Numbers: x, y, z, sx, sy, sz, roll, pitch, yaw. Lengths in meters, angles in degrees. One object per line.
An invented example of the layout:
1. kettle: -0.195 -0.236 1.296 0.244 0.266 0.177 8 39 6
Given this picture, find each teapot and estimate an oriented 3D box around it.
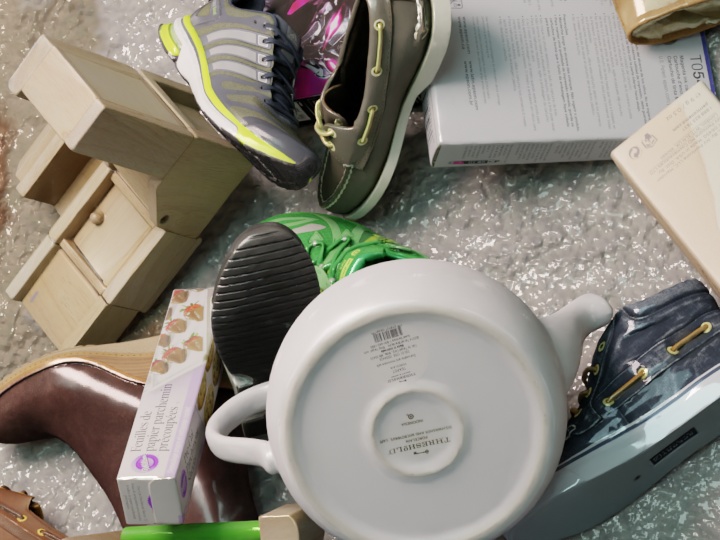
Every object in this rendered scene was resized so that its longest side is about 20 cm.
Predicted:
1. teapot: 0.031 0.075 1.325 0.199 0.146 0.198 27 106 -8

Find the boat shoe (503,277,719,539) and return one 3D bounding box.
1. boat shoe: 0.161 0.091 1.362 0.200 0.071 0.091 -33 58 2

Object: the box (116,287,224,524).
1. box: -0.118 0.084 1.387 0.038 0.042 0.200 -2 34 9

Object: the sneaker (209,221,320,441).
1. sneaker: -0.066 0.029 1.407 0.074 0.201 0.089 -8 46 -8

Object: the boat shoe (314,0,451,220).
1. boat shoe: 0.002 -0.115 1.441 0.060 0.202 0.072 3 46 -22

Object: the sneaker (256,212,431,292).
1. sneaker: 0.000 0.000 1.448 0.199 0.084 0.074 19 78 27

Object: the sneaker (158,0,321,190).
1. sneaker: -0.072 -0.132 1.460 0.081 0.074 0.200 -40 48 6

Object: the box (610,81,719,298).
1. box: 0.254 -0.013 1.346 0.078 0.095 0.200 -38 60 5

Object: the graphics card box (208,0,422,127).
1. graphics card box: -0.014 -0.174 1.539 0.199 0.051 0.126 -8 69 21

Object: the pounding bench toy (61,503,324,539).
1. pounding bench toy: -0.125 0.215 1.359 0.155 0.124 0.201 23 93 18

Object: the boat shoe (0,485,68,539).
1. boat shoe: -0.253 0.189 1.496 0.067 0.072 0.200 -33 46 -31

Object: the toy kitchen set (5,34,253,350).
1. toy kitchen set: -0.222 -0.069 1.491 0.200 0.180 0.163 -51 60 15

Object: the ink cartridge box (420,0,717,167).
1. ink cartridge box: 0.134 -0.169 1.465 0.199 0.043 0.198 -2 67 -11

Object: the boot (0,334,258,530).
1. boot: -0.168 0.135 1.470 0.199 0.072 0.167 -17 63 12

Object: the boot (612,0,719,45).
1. boot: 0.234 -0.268 1.464 0.174 0.066 0.201 -19 68 3
